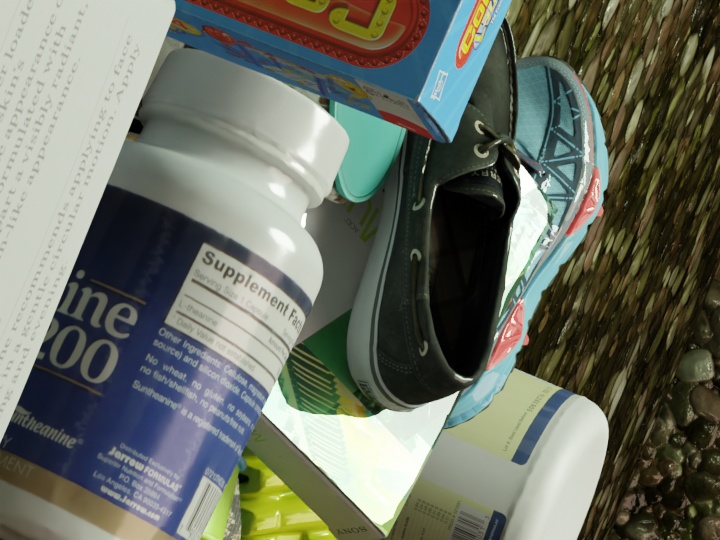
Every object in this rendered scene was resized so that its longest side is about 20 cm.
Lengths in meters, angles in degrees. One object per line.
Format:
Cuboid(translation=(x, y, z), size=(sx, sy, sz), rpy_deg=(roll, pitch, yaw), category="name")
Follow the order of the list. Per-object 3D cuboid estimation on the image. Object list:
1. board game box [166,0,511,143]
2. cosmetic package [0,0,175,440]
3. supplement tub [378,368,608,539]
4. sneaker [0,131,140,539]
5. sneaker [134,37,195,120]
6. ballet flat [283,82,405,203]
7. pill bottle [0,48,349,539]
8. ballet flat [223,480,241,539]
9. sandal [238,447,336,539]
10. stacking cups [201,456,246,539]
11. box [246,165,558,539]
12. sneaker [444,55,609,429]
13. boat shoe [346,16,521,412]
Cuboid(translation=(-0.022, -0.175, 0.915), size=(0.197, 0.199, 0.056), rpy_deg=(-66, 163, -7), category="board game box")
Cuboid(translation=(-0.175, -0.043, 0.645), size=(0.166, 0.164, 0.200), rpy_deg=(-67, 165, -2), category="cosmetic package")
Cuboid(translation=(0.031, 0.110, 1.479), size=(0.145, 0.199, 0.145), rpy_deg=(-57, 161, -32), category="supplement tub")
Cuboid(translation=(-0.121, 0.036, 1.106), size=(0.081, 0.076, 0.201), rpy_deg=(-32, 143, -66), category="sneaker")
Cuboid(translation=(-0.072, -0.124, 1.040), size=(0.074, 0.079, 0.201), rpy_deg=(-57, 163, -32), category="sneaker")
Cuboid(translation=(-0.008, -0.127, 1.062), size=(0.075, 0.064, 0.201), rpy_deg=(-25, 132, -43), category="ballet flat")
Cuboid(translation=(-0.083, 0.019, 0.984), size=(0.201, 0.111, 0.111), rpy_deg=(-65, 164, -12), category="pill bottle")
Cuboid(translation=(-0.094, 0.064, 1.172), size=(0.075, 0.067, 0.201), rpy_deg=(-12, 101, -77), category="ballet flat")
Cuboid(translation=(-0.049, 0.066, 1.251), size=(0.079, 0.087, 0.201), rpy_deg=(4, 97, -27), category="sandal")
Cuboid(translation=(-0.074, 0.061, 1.113), size=(0.061, 0.060, 0.201), rpy_deg=(64, 36, -70), category="stacking cups")
Cuboid(translation=(0.000, 0.000, 1.130), size=(0.144, 0.036, 0.200), rpy_deg=(46, 57, -26), category="box")
Cuboid(translation=(0.062, -0.022, 1.244), size=(0.201, 0.079, 0.096), rpy_deg=(-69, 154, -12), category="sneaker")
Cuboid(translation=(0.045, -0.033, 1.115), size=(0.068, 0.056, 0.201), rpy_deg=(25, 68, -36), category="boat shoe")
